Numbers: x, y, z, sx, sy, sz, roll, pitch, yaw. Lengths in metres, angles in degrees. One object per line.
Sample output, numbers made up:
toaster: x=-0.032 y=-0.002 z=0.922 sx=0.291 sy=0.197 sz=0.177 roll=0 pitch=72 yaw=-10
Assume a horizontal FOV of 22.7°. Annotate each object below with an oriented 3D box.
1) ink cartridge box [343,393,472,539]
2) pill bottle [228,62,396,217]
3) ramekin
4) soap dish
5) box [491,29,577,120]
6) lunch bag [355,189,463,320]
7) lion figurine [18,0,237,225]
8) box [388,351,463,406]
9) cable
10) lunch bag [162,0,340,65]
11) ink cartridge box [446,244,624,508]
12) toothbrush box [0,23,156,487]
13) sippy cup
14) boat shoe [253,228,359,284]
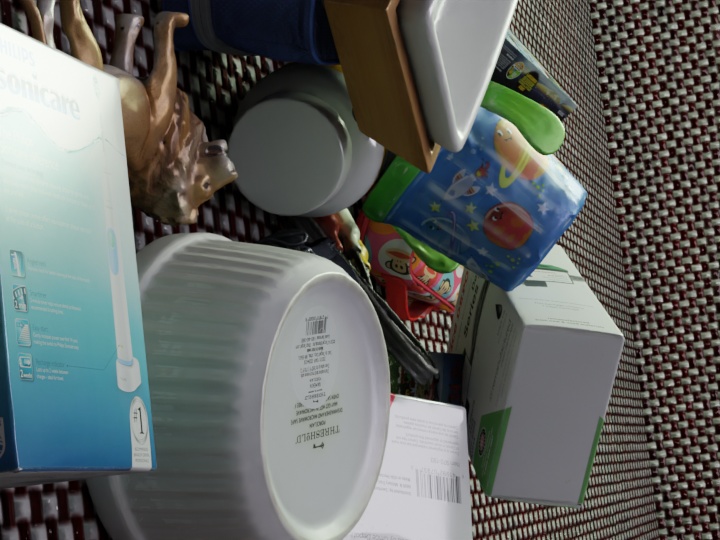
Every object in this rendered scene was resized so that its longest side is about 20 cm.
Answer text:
ink cartridge box: x=0.001 y=0.188 z=1.223 sx=0.145 sy=0.083 sz=0.200 roll=15 pitch=65 yaw=-38
pill bottle: x=-0.029 y=-0.102 z=1.319 sx=0.200 sy=0.113 sz=0.113 roll=-50 pitch=129 yaw=-70
ramekin: x=-0.063 y=0.078 z=1.035 sx=0.200 sy=0.105 sz=0.200 roll=-5 pitch=95 yaw=-62
soap dish: x=0.046 y=-0.193 z=1.219 sx=0.157 sy=0.081 sz=0.200 roll=72 pitch=33 yaw=-51
box: x=0.102 y=-0.209 z=1.563 sx=0.137 sy=0.040 sz=0.200 roll=54 pitch=13 yaw=31
lunch bag: x=0.064 y=-0.038 z=1.623 sx=0.176 sy=0.082 sz=0.200 roll=-70 pitch=158 yaw=-10
lion figurine: x=-0.145 y=-0.093 z=1.014 sx=0.200 sy=0.072 sz=0.123 roll=9 pitch=86 yaw=-59
box: x=0.024 y=0.160 z=1.369 sx=0.137 sy=0.038 sz=0.200 roll=7 pitch=84 yaw=-54
cable: x=0.000 y=0.000 z=1.345 sx=0.200 sy=0.050 sz=0.097 roll=48 pitch=-1 yaw=44
lunch bag: x=-0.055 y=-0.215 z=1.246 sx=0.200 sy=0.132 sz=0.136 roll=-16 pitch=114 yaw=-69
ink cartridge box: x=0.129 y=0.074 z=1.409 sx=0.200 sy=0.084 sz=0.146 roll=-113 pitch=-148 yaw=-68
toothbrush box: x=-0.167 y=-0.002 z=0.825 sx=0.146 sy=0.085 sz=0.200 roll=16 pitch=67 yaw=-72
sippy cup: x=0.092 y=-0.059 z=1.334 sx=0.130 sy=0.140 sz=0.178 roll=39 pitch=1 yaw=1
boat shoe: x=-0.060 y=0.007 z=1.224 sx=0.200 sy=0.075 sz=0.062 roll=-6 pitch=74 yaw=-67
